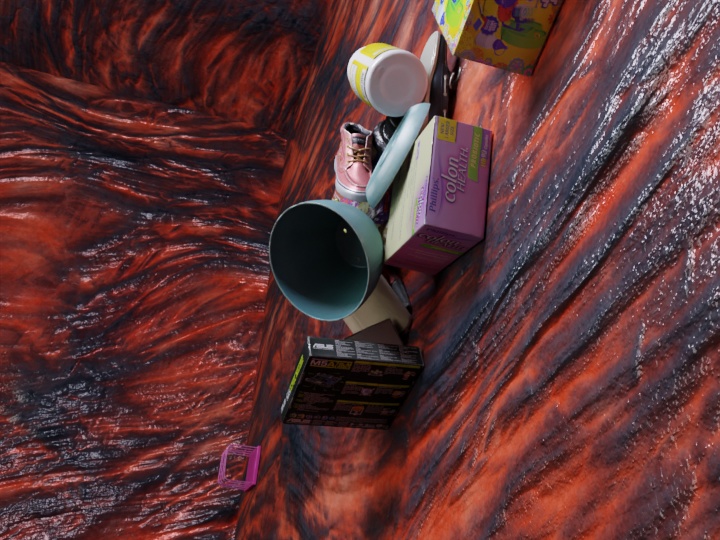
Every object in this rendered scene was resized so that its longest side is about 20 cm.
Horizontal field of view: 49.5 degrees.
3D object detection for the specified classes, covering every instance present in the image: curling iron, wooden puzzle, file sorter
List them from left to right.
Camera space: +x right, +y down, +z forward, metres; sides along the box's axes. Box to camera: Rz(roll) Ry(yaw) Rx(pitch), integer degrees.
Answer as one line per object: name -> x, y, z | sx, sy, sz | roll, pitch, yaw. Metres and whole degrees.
file sorter -> -0.452, 0.727, 2.888 | 0.200, 0.124, 0.140 | 127, 151, -62
wooden puzzle -> 0.008, 0.051, 1.473 | 0.186, 0.037, 0.200 | 54, 151, 5
curling iron -> 0.069, 0.015, 1.478 | 0.201, 0.025, 0.050 | -100, 21, -57

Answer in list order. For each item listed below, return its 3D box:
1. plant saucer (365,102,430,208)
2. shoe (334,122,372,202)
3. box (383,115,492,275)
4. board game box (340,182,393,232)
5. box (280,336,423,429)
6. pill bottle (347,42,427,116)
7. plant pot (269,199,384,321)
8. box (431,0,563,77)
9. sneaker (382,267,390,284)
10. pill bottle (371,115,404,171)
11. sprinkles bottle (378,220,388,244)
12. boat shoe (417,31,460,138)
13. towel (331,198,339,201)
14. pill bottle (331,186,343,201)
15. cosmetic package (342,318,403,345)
plant saucer -> 0.058, -0.200, 1.329 | 0.201, 0.027, 0.200 | -60, 6, 10
shoe -> -0.010, -0.206, 1.455 | 0.201, 0.071, 0.092 | -107, 23, -59
box -> 0.118, -0.111, 1.227 | 0.200, 0.096, 0.178 | 132, 147, -67
board game box -> 0.006, -0.116, 1.496 | 0.200, 0.032, 0.121 | -35, 34, 51
box -> -0.018, 0.194, 1.313 | 0.048, 0.198, 0.194 | -102, 25, -45
pill bottle -> 0.042, -0.355, 1.433 | 0.200, 0.113, 0.115 | -122, 46, -65
plant pot -> -0.037, -0.032, 1.324 | 0.134, 0.199, 0.202 | -30, -34, -53
box -> 0.200, -0.410, 1.082 | 0.193, 0.121, 0.201 | -98, 24, -54
sneaker -> 0.000, 0.000, 1.557 | 0.080, 0.095, 0.201 | 61, -174, -46
pill bottle -> 0.063, -0.225, 1.531 | 0.201, 0.111, 0.113 | 117, 161, -50
sprinkles bottle -> 0.077, -0.079, 1.439 | 0.200, 0.067, 0.069 | -168, 90, -77
boat shoe -> 0.139, -0.329, 1.407 | 0.075, 0.061, 0.202 | 149, 129, -70
towel -> -0.057, -0.042, 1.636 | 0.086, 0.018, 0.202 | 66, -151, -67
pill bottle -> -0.020, -0.125, 1.799 | 0.113, 0.111, 0.201 | -98, 23, -56
cosmetic package -> -0.002, 0.167, 1.446 | 0.074, 0.103, 0.200 | 63, 156, 12
